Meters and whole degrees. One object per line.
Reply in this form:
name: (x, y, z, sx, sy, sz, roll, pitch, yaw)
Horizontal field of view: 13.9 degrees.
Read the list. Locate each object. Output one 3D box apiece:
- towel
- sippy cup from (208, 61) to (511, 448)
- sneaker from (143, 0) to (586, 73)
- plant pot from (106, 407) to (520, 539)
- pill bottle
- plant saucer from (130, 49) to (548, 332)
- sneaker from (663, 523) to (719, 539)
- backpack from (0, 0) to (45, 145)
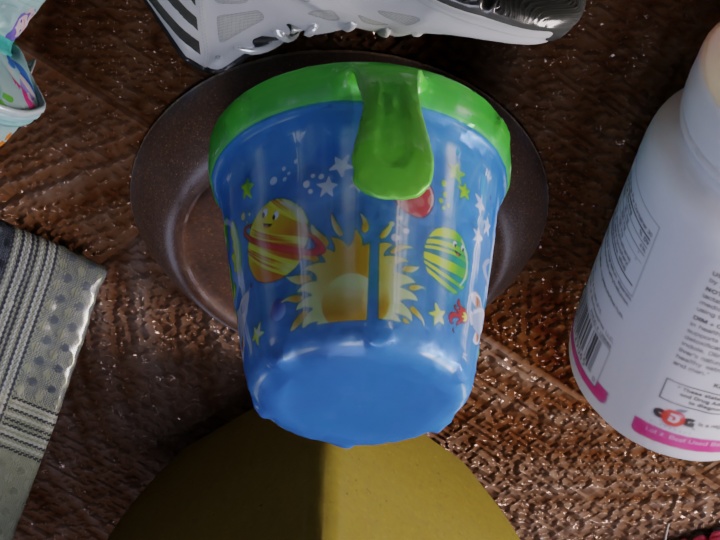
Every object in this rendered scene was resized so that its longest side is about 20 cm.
towel: (-0.239, 0.057, 1.403, 0.192, 0.201, 0.035, 21, 178, -23)
sippy cup: (0.000, 0.000, 1.276, 0.139, 0.131, 0.178, -15, 145, 23)
sneaker: (-0.009, -0.127, 1.258, 0.200, 0.076, 0.115, 19, 145, -7)
plant pot: (-0.021, 0.172, 1.482, 0.194, 0.201, 0.195, -31, 128, 32)
pill bottle: (0.171, -0.016, 1.330, 0.113, 0.114, 0.200, 9, 138, -7)
plant saucer: (-0.011, -0.022, 1.391, 0.199, 0.035, 0.201, 1, 137, 1)
sneaker: (0.145, 0.193, 1.594, 0.199, 0.075, 0.081, -15, 136, 19)
backpack: (-0.209, -0.110, 1.177, 0.151, 0.200, 0.177, -43, 123, 15)
